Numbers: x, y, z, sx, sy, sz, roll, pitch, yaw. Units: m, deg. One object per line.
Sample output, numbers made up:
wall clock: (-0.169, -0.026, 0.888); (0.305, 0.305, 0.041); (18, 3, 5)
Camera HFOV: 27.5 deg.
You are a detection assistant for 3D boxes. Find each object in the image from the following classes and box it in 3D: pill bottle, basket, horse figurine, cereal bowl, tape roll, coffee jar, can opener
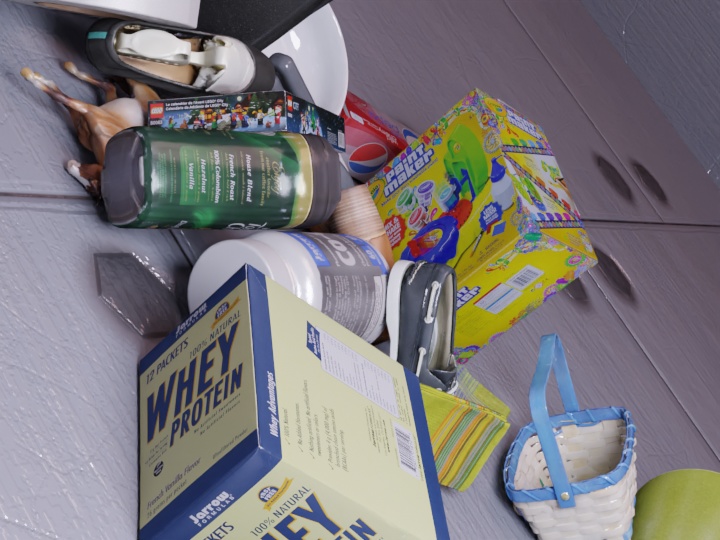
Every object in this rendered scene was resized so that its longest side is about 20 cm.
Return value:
pill bottle: (-0.062, 0.021, 1.332); (0.114, 0.114, 0.199); (57, 24, 17)
basket: (0.214, 0.184, 1.516); (0.176, 0.137, 0.203); (-54, 132, -66)
horse figurine: (-0.234, -0.149, 1.361); (0.132, 0.050, 0.200); (43, 26, -1)
cereal bowl: (-0.106, -0.234, 1.627); (0.199, 0.083, 0.203); (15, 69, -46)
tape roll: (-0.247, -0.257, 1.360); (0.200, 0.038, 0.203); (9, 6, -1)
coffee jar: (-0.119, -0.079, 1.287); (0.198, 0.104, 0.087); (-1, 87, -31)
can opener: (-0.051, -0.145, 1.560); (0.066, 0.053, 0.201); (19, -29, 40)

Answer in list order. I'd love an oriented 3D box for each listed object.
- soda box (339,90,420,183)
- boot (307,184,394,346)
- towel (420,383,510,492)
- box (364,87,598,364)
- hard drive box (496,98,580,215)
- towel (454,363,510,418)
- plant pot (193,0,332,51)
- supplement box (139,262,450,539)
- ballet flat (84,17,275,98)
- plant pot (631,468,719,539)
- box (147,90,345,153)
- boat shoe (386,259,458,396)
soda box: (0.023, -0.143, 1.776); (0.199, 0.070, 0.064); (27, 31, -41)
boot: (0.000, 0.000, 1.511); (0.200, 0.076, 0.157); (161, -87, -75)
towel: (0.049, 0.148, 1.358); (0.199, 0.087, 0.018); (23, 12, -37)
box: (0.116, -0.045, 1.564); (0.121, 0.200, 0.194); (23, 38, -42)
hard drive box: (0.135, -0.069, 1.703); (0.076, 0.200, 0.157); (25, 32, -42)
towel: (0.091, 0.137, 1.543); (0.144, 0.023, 0.200); (49, 24, 1)
plant pot: (-0.091, -0.332, 1.470); (0.200, 0.176, 0.201); (-44, 114, -46)
supplement box: (-0.054, 0.142, 1.139); (0.199, 0.134, 0.201); (34, 28, -31)
ballet flat: (-0.159, -0.194, 1.373); (0.198, 0.068, 0.069); (5, 87, -29)
plant pot: (0.331, 0.339, 1.509); (0.187, 0.187, 0.200); (48, 39, -2)
box: (-0.105, -0.137, 1.417); (0.200, 0.135, 0.038); (6, 83, -75)
boat shoe: (0.062, 0.091, 1.386); (0.075, 0.060, 0.203); (-30, 119, -58)
